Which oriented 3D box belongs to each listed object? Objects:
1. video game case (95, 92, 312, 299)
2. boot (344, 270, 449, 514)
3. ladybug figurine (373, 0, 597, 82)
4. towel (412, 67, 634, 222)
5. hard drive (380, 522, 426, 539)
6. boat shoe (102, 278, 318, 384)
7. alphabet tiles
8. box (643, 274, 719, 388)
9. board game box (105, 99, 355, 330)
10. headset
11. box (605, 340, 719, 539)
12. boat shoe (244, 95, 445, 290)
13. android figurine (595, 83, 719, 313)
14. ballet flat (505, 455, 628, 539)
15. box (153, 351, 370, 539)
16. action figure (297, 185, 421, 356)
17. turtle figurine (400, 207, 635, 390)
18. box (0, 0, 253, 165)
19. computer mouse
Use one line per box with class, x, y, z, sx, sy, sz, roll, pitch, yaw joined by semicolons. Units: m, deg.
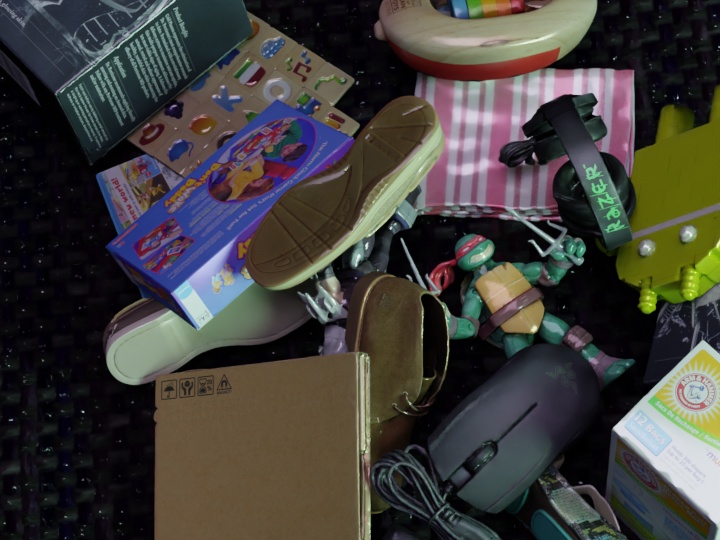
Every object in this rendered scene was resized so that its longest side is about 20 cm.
video game case;-0.119;-0.061;1.799;0.199;0.018;0.144;-22;68;-4
boot;0.027;0.106;1.644;0.075;0.073;0.201;14;105;42
ladybug figurine;0.110;-0.217;1.803;0.199;0.072;0.136;-5;40;-3
towel;0.142;-0.116;1.793;0.199;0.030;0.147;2;67;6
hard drive;0.033;0.319;1.619;0.139;0.033;0.200;29;73;16
boat shoe;-0.125;0.034;1.734;0.199;0.072;0.060;-22;29;-4
alphabet tiles;-0.107;-0.144;1.821;0.200;0.006;0.167;34;73;21
box;0.346;0.019;1.621;0.104;0.200;0.183;28;66;-31
board game box;-0.102;-0.050;1.709;0.200;0.045;0.134;-41;34;-12
headset;0.167;-0.084;1.671;0.094;0.200;0.124;-24;111;5
box;0.264;0.156;1.576;0.101;0.200;0.112;-42;70;-12
boat shoe;-0.006;-0.052;1.641;0.200;0.065;0.071;-42;62;-4
android figurine;0.267;-0.056;1.663;0.041;0.182;0.201;32;59;-29
ballet flat;0.154;0.181;1.657;0.074;0.074;0.200;-34;71;-9
box;-0.082;0.156;1.646;0.199;0.021;0.164;-8;76;29
action figure;0.000;0.000;1.710;0.069;0.130;0.201;-1;54;31
turtle figurine;0.130;0.028;1.697;0.149;0.101;0.200;-37;83;-1
box;-0.238;-0.240;1.818;0.196;0.124;0.200;-40;63;-13
computer mouse;0.118;0.135;1.599;0.138;0.053;0.200;41;73;8
